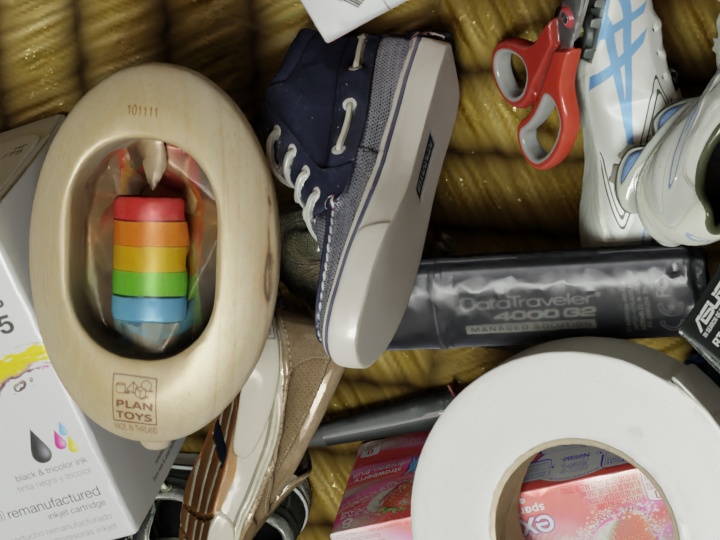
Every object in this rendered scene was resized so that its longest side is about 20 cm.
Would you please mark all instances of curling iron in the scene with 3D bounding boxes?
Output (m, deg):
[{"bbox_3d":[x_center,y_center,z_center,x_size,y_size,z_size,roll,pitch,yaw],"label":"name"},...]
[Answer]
[{"bbox_3d":[0.059,0.071,1.407,0.199,0.026,0.050,-14,150,22],"label":"curling iron"}]

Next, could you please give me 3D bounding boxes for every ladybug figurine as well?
[{"bbox_3d":[-0.103,-0.008,1.285,0.135,0.072,0.201,7,97,14],"label":"ladybug figurine"}]

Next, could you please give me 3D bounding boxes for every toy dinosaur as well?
[{"bbox_3d":[0.000,0.000,1.371,0.199,0.077,0.103,22,131,-6],"label":"toy dinosaur"}]

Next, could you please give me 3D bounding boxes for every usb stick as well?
[{"bbox_3d":[0.084,0.014,1.299,0.199,0.033,0.056,-3,120,13],"label":"usb stick"}]

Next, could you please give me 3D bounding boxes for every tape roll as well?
[{"bbox_3d":[0.123,0.134,1.287,0.202,0.037,0.204,6,104,25],"label":"tape roll"}]

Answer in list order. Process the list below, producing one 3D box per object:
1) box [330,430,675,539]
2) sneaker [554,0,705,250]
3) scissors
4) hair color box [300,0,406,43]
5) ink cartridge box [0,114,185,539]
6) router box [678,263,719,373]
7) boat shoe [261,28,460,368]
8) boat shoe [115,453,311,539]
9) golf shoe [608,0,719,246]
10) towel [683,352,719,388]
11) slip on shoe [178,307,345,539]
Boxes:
[{"bbox_3d":[0.096,0.142,1.395,0.199,0.103,0.095,-14,113,17],"label":"box"},{"bbox_3d":[0.144,-0.093,1.290,0.072,0.072,0.201,-11,114,-8],"label":"sneaker"},{"bbox_3d":[0.108,-0.116,1.241,0.074,0.014,0.200,67,158,15],"label":"scissors"},{"bbox_3d":[0.041,-0.214,1.247,0.199,0.064,0.111,-26,110,21],"label":"hair color box"},{"bbox_3d":[-0.208,0.044,1.383,0.146,0.146,0.201,-16,112,19],"label":"ink cartridge box"},{"bbox_3d":[0.259,-0.042,1.234,0.062,0.150,0.201,41,121,21],"label":"router box"},{"bbox_3d":[-0.014,-0.041,1.285,0.092,0.201,0.075,7,146,16],"label":"boat shoe"},{"bbox_3d":[-0.131,0.146,1.467,0.199,0.064,0.071,-4,116,14],"label":"boat shoe"},{"bbox_3d":[0.210,-0.095,1.224,0.078,0.097,0.201,29,91,-19],"label":"golf shoe"},{"bbox_3d":[0.244,0.135,1.354,0.048,0.112,0.200,-33,106,20],"label":"towel"},{"bbox_3d":[-0.057,0.110,1.372,0.060,0.076,0.201,6,117,-17],"label":"slip on shoe"}]
